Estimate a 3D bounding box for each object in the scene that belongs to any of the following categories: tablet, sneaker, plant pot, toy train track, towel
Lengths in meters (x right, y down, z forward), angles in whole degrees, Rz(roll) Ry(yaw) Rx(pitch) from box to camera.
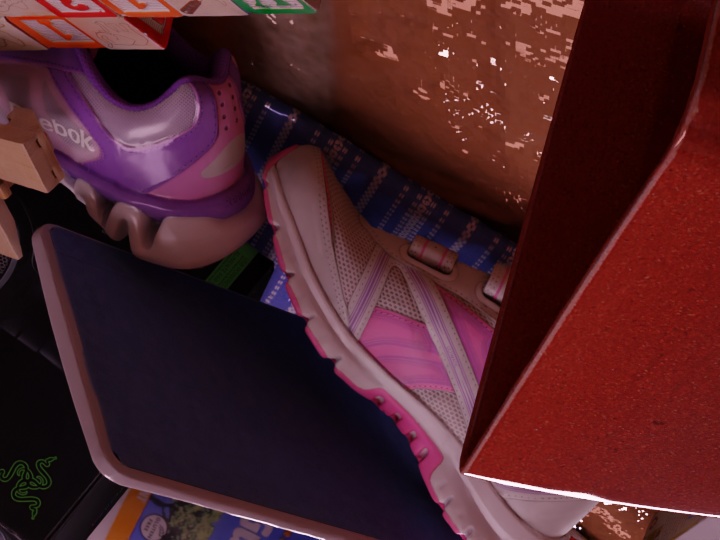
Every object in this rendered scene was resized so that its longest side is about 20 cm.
[{"bbox_3d":[-0.039,0.056,0.810,0.199,0.131,0.014,21,123,-40],"label":"tablet"},{"bbox_3d":[0.036,0.025,0.816,0.201,0.088,0.081,53,-176,-4],"label":"sneaker"},{"bbox_3d":[0.153,-0.039,0.547,0.175,0.201,0.200,19,150,-3],"label":"plant pot"},{"bbox_3d":[-0.122,-0.082,0.819,0.199,0.081,0.089,25,134,19],"label":"sneaker"},{"bbox_3d":[-0.181,-0.068,0.794,0.199,0.033,0.115,17,141,39],"label":"toy train track"},{"bbox_3d":[0.000,0.000,0.886,0.199,0.024,0.145,31,149,-3],"label":"towel"}]

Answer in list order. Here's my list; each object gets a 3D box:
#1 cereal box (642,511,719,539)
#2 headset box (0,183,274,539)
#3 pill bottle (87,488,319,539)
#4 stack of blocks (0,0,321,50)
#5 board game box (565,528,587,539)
[{"bbox_3d":[0.220,0.125,0.871,0.143,0.040,0.200,31,151,-2],"label":"cereal box"},{"bbox_3d":[-0.159,0.025,0.878,0.199,0.174,0.093,37,149,5],"label":"headset box"},{"bbox_3d":[-0.035,0.165,0.981,0.199,0.113,0.112,23,150,6],"label":"pill bottle"},{"bbox_3d":[-0.104,-0.127,0.710,0.199,0.059,0.115,3,163,32],"label":"stack of blocks"},{"bbox_3d":[0.086,0.197,1.099,0.126,0.035,0.199,41,148,-20],"label":"board game box"}]
